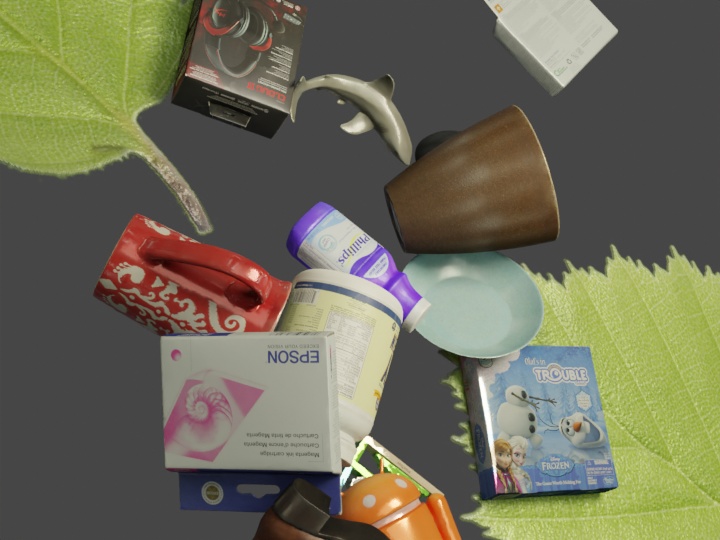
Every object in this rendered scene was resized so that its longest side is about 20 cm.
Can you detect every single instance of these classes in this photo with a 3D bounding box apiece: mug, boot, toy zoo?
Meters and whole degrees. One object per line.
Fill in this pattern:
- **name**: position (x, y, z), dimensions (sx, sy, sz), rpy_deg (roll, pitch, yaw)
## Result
- **mug**: position (-0.187, 0.012, 1.173), dimensions (0.198, 0.178, 0.134), rpy_deg (28, 31, -8)
- **boot**: position (-0.058, 0.351, 1.080), dimensions (0.187, 0.069, 0.201), rpy_deg (35, 102, -8)
- **toy zoo**: position (0.006, 0.315, 1.221), dimensions (0.131, 0.020, 0.201), rpy_deg (38, 57, -8)

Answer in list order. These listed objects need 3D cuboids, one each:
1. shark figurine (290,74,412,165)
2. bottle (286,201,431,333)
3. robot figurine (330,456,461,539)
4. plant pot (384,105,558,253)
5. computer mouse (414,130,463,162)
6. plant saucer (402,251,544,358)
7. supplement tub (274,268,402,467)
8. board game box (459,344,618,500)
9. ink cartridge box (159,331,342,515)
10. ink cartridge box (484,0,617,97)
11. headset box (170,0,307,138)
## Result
- **shark figurine**: position (-0.001, -0.247, 1.412), dimensions (0.213, 0.089, 0.130), rpy_deg (22, 57, -28)
- **bottle**: position (0.000, 0.000, 1.305), dimensions (0.199, 0.065, 0.084), rpy_deg (39, 57, 9)
- **robot figurine**: position (0.036, 0.319, 1.152), dimensions (0.143, 0.117, 0.202), rpy_deg (-28, 80, 12)
- **plant pot**: position (0.139, -0.098, 1.365), dimensions (0.198, 0.187, 0.189), rpy_deg (-19, 76, -2)
- **computer mouse**: position (0.175, -0.166, 1.496), dimensions (0.198, 0.053, 0.140), rpy_deg (2, 69, -26)
- **plant saucer**: position (0.146, 0.049, 1.371), dimensions (0.198, 0.039, 0.203), rpy_deg (5, 47, -5)
- **supplement tub**: position (-0.040, 0.116, 1.200), dimensions (0.144, 0.145, 0.202), rpy_deg (23, 71, -16)
- **board game box**: position (0.240, 0.201, 1.375), dimensions (0.198, 0.043, 0.201), rpy_deg (2, 67, -25)
- **ink cartridge box**: position (-0.119, 0.168, 1.102), dimensions (0.194, 0.043, 0.203), rpy_deg (-2, 92, 14)
- **ink cartridge box**: position (0.304, -0.411, 1.674), dimensions (0.200, 0.041, 0.200), rpy_deg (47, 56, -1)
- **headset box**: position (-0.162, -0.280, 1.361), dimensions (0.147, 0.075, 0.202), rpy_deg (18, 62, -20)
